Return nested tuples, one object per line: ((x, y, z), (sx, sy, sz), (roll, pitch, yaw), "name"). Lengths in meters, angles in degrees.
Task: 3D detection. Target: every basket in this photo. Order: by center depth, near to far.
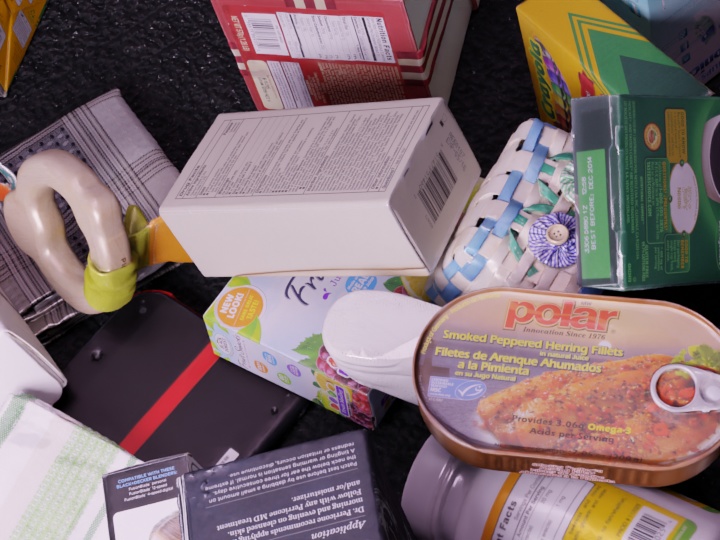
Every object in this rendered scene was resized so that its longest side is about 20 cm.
((0.158, 0.009, 1.212), (0.199, 0.139, 0.177), (32, 62, -6), "basket")

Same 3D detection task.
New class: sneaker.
((0.076, 0.067, 1.162), (0.198, 0.089, 0.076), (15, 63, 19), "sneaker")

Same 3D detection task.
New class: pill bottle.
((0.128, 0.168, 1.109), (0.199, 0.111, 0.111), (23, 64, 30), "pill bottle")

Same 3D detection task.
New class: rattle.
((-0.206, -0.059, 1.361), (0.143, 0.131, 0.199), (-41, 37, -22), "rattle")

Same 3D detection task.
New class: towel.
((-0.191, 0.189, 1.213), (0.199, 0.031, 0.150), (27, 71, 12), "towel")
((-0.236, -0.042, 1.423), (0.191, 0.035, 0.200), (-31, 53, -7), "towel")

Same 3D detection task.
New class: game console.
((-0.156, 0.119, 1.288), (0.176, 0.031, 0.200), (31, 69, 26), "game console")

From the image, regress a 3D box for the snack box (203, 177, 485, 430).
((0.000, 0.000, 1.296), (0.141, 0.053, 0.201), (22, 60, 24), "snack box")

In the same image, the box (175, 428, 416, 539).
((-0.016, 0.236, 1.045), (0.123, 0.201, 0.198), (-14, 52, 7), "box")

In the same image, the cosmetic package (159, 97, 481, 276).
((-0.029, -0.055, 1.235), (0.198, 0.073, 0.104), (0, 47, 37), "cosmetic package")

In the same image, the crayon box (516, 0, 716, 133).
((0.180, -0.127, 1.302), (0.051, 0.127, 0.200), (-34, 51, -10), "crayon box")

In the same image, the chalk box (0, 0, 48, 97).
((-0.396, -0.239, 1.560), (0.198, 0.125, 0.125), (5, 56, 19), "chalk box")

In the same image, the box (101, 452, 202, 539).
((-0.104, 0.228, 1.109), (0.059, 0.117, 0.202), (-14, 66, 7), "box")

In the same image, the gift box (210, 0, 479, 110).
((-0.018, -0.240, 1.409), (0.198, 0.185, 0.188), (8, 59, 15), "gift box")

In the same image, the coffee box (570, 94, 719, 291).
((0.217, -0.052, 1.159), (0.044, 0.199, 0.124), (0, 94, 48), "coffee box")

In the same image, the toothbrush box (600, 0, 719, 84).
((0.198, -0.237, 1.330), (0.085, 0.201, 0.146), (-36, 52, -13), "toothbrush box")

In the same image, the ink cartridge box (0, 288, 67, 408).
((-0.326, 0.058, 1.319), (0.146, 0.083, 0.200), (-43, 46, -4), "ink cartridge box")

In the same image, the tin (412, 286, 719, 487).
((0.130, 0.070, 1.082), (0.198, 0.042, 0.113), (6, 66, 8), "tin")
